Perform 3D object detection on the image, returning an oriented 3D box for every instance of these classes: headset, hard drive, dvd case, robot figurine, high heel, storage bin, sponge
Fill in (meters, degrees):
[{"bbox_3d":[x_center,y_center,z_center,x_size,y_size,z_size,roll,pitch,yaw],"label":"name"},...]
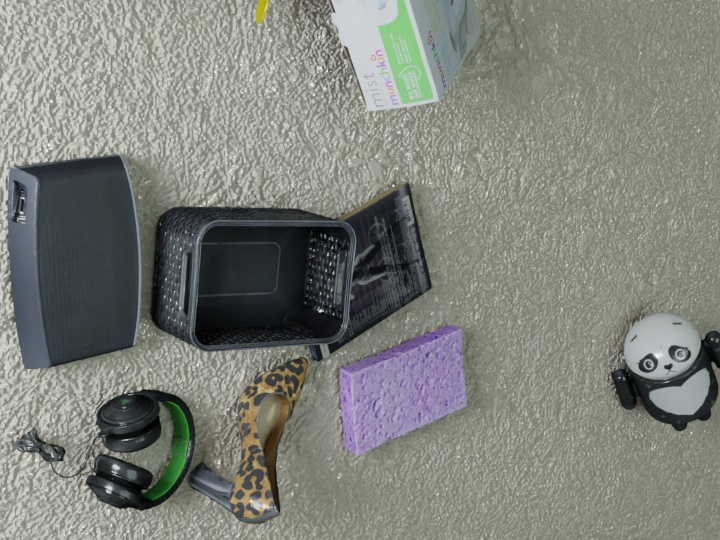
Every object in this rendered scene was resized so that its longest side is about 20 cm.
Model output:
[{"bbox_3d":[-0.256,0.185,1.237,0.199,0.093,0.125,8,91,-58],"label":"headset"},{"bbox_3d":[-0.276,-0.007,1.173,0.134,0.042,0.202,-12,109,-40],"label":"hard drive"},{"bbox_3d":[0.000,0.000,1.443,0.199,0.016,0.150,-32,120,-33],"label":"dvd case"},{"bbox_3d":[0.485,0.159,1.851,0.150,0.124,0.201,-47,128,-23],"label":"robot figurine"},{"bbox_3d":[-0.088,0.189,1.325,0.200,0.142,0.072,-52,129,-19],"label":"high heel"},{"bbox_3d":[-0.114,0.006,1.279,0.199,0.093,0.137,-1,102,-36],"label":"storage bin"},{"bbox_3d":[0.058,0.151,1.525,0.199,0.030,0.113,-18,113,-38],"label":"sponge"}]

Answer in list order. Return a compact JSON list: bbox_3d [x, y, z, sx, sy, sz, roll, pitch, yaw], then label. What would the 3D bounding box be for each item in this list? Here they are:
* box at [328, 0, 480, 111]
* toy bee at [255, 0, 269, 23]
[{"bbox_3d":[0.043,-0.308,1.314,0.177,0.096,0.201,-59,137,-49],"label":"box"},{"bbox_3d":[-0.103,-0.317,1.208,0.199,0.108,0.132,-18,114,-38],"label":"toy bee"}]
